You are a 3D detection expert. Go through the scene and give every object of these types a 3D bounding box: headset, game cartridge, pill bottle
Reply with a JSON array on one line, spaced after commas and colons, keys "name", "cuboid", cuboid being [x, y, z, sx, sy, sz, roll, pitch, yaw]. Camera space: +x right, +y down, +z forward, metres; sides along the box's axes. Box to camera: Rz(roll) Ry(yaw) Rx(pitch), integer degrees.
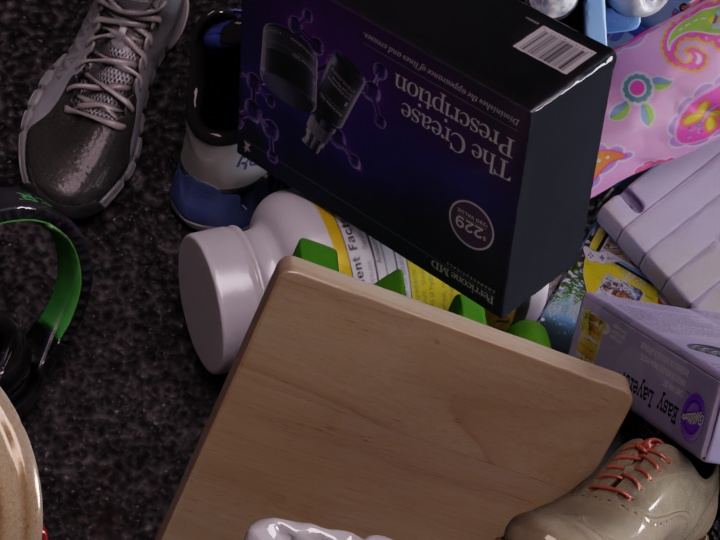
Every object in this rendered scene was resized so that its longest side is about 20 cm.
[{"name": "headset", "cuboid": [-0.219, 0.052, 1.129, 0.200, 0.123, 0.094, -51, 51, -3]}, {"name": "game cartridge", "cuboid": [0.261, -0.045, 1.286, 0.200, 0.038, 0.130, -36, 78, -14]}, {"name": "pill bottle", "cuboid": [0.000, 0.000, 1.214, 0.199, 0.111, 0.112, -11, 64, -20]}]

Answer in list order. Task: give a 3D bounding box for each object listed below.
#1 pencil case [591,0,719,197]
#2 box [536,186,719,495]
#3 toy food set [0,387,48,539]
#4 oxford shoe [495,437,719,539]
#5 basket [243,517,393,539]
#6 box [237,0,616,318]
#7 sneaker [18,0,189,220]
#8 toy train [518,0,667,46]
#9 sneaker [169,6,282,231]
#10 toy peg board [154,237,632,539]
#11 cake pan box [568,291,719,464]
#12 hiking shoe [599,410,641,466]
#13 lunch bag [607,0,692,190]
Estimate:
[{"name": "pencil case", "cuboid": [0.176, -0.107, 1.255, 0.199, 0.087, 0.088, -28, 67, 8]}, {"name": "box", "cuboid": [0.210, 0.054, 1.279, 0.199, 0.038, 0.137, 31, 58, 5]}, {"name": "toy food set", "cuboid": [-0.246, 0.119, 1.062, 0.200, 0.198, 0.049, 52, 18, 12]}, {"name": "oxford shoe", "cuboid": [0.127, 0.118, 1.060, 0.070, 0.075, 0.200, 21, 10, 27]}, {"name": "basket", "cuboid": [0.011, 0.256, 1.039, 0.197, 0.161, 0.201, 14, 61, -6]}, {"name": "box", "cuboid": [0.030, -0.089, 1.127, 0.199, 0.142, 0.079, 32, 50, 28]}, {"name": "sneaker", "cuboid": [-0.151, -0.136, 1.251, 0.075, 0.116, 0.201, 18, 58, -3]}, {"name": "toy train", "cuboid": [0.111, -0.172, 1.181, 0.113, 0.200, 0.087, -8, 105, -7]}, {"name": "sneaker", "cuboid": [-0.050, -0.126, 1.266, 0.080, 0.115, 0.200, 23, 57, 11]}, {"name": "toy peg board", "cuboid": [0.012, 0.093, 1.137, 0.199, 0.200, 0.098, 20, 24, -12]}, {"name": "cake pan box", "cuboid": [0.237, 0.068, 1.144, 0.199, 0.184, 0.053, 9, 102, -21]}, {"name": "hiking shoe", "cuboid": [0.118, 0.162, 1.188, 0.086, 0.074, 0.201, -4, 61, 14]}, {"name": "lunch bag", "cuboid": [0.150, -0.154, 1.321, 0.150, 0.094, 0.201, 27, 96, -9]}]
